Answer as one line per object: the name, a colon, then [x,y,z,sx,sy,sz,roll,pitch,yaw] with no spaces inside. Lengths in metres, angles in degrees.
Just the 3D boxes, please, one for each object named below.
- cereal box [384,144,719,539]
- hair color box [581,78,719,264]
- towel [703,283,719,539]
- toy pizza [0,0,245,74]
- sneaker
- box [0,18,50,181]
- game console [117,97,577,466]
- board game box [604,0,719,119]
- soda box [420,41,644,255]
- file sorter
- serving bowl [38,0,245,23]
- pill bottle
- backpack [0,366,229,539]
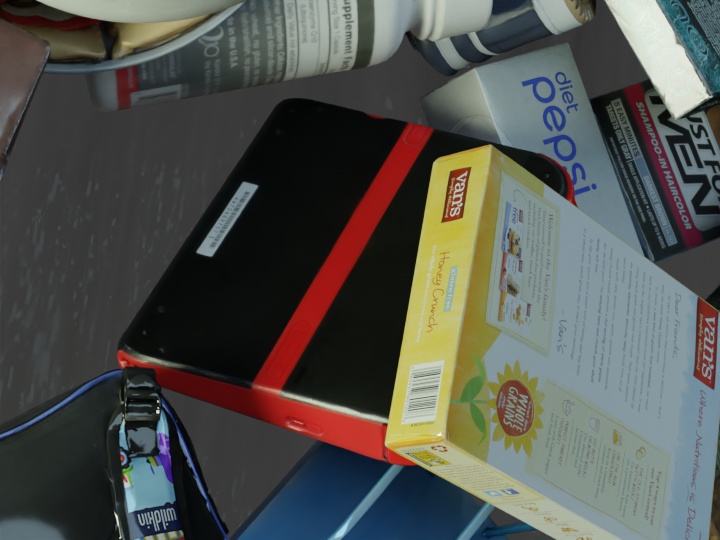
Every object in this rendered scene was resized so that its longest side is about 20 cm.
cereal box: [0.099,0.050,0.941,0.200,0.039,0.144,33,57,-39]
hair color box: [0.208,-0.073,1.174,0.200,0.061,0.099,-21,88,-31]
towel: [0.215,0.084,1.114,0.200,0.022,0.147,-35,103,-53]
toy pizza: [-0.129,-0.180,0.921,0.200,0.032,0.201,0,64,0]
sneaker: [0.072,-0.182,1.125,0.070,0.108,0.200,54,26,-29]
box: [-0.269,-0.050,0.852,0.200,0.164,0.166,28,67,-20]
game console: [0.000,0.000,0.993,0.177,0.031,0.200,14,49,20]
board game box: [0.153,-0.180,1.095,0.200,0.028,0.135,61,30,5]
soda box: [0.105,-0.017,1.103,0.068,0.063,0.200,-18,88,-30]
file sorter: [0.051,0.170,0.998,0.200,0.123,0.139,49,62,-10]
serving bowl: [-0.090,-0.186,0.870,0.200,0.066,0.200,0,65,0]
pill bottle: [-0.043,-0.150,0.994,0.200,0.114,0.114,-11,83,-9]
backpack: [-0.134,0.166,0.891,0.182,0.134,0.200,-28,91,-31]
